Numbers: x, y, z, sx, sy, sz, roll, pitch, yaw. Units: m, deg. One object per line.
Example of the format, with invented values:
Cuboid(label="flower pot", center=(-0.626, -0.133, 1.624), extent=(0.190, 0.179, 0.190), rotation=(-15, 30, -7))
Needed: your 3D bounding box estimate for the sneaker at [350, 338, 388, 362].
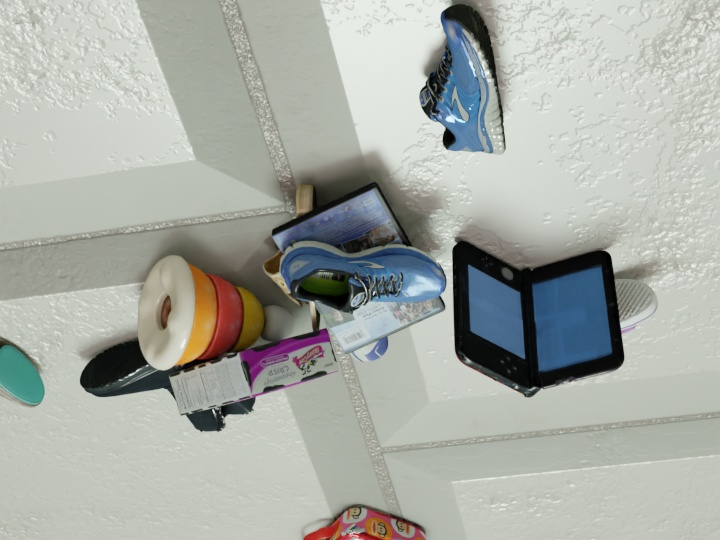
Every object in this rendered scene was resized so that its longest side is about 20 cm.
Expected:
Cuboid(label="sneaker", center=(0.028, 0.034, 1.846), extent=(0.115, 0.081, 0.200), rotation=(-6, 133, 12))

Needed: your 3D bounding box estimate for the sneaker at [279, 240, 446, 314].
Cuboid(label="sneaker", center=(0.004, 0.019, 1.716), extent=(0.199, 0.089, 0.079), rotation=(1, 122, -7))

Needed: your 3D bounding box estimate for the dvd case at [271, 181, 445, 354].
Cuboid(label="dvd case", center=(0.000, 0.000, 1.767), extent=(0.142, 0.018, 0.200), rotation=(-25, 120, 11))

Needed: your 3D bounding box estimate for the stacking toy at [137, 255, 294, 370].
Cuboid(label="stacking toy", center=(-0.178, 0.064, 1.877), extent=(0.199, 0.147, 0.146), rotation=(9, 138, -33))

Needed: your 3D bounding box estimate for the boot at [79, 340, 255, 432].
Cuboid(label="boot", center=(-0.263, 0.167, 1.996), extent=(0.199, 0.077, 0.168), rotation=(-21, 127, 14))

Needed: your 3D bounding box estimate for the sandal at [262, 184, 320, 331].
Cuboid(label="sandal", center=(-0.088, -0.016, 1.808), extent=(0.069, 0.078, 0.212), rotation=(1, 127, 3))

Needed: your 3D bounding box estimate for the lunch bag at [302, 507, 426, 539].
Cuboid(label="lunch bag", center=(-0.009, 0.457, 2.284), extent=(0.176, 0.082, 0.200), rotation=(25, 130, -16))

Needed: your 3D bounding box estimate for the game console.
Cuboid(label="game console", center=(0.211, 0.039, 1.759), extent=(0.172, 0.200, 0.119), rotation=(27, 130, -23))

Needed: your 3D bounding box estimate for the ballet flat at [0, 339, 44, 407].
Cuboid(label="ballet flat", center=(-0.516, 0.119, 1.978), extent=(0.067, 0.068, 0.200), rotation=(-11, 132, 41))

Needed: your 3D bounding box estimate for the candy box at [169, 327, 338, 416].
Cuboid(label="candy box", center=(-0.139, 0.132, 1.855), extent=(0.136, 0.061, 0.200), rotation=(-14, 177, -35))

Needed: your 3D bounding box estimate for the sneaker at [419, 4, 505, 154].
Cuboid(label="sneaker", center=(0.107, -0.202, 1.594), extent=(0.089, 0.079, 0.200), rotation=(-8, 135, 7))

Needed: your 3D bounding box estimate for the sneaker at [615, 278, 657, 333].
Cuboid(label="sneaker", center=(0.314, 0.078, 1.894), extent=(0.200, 0.073, 0.114), rotation=(-19, 136, 34))
